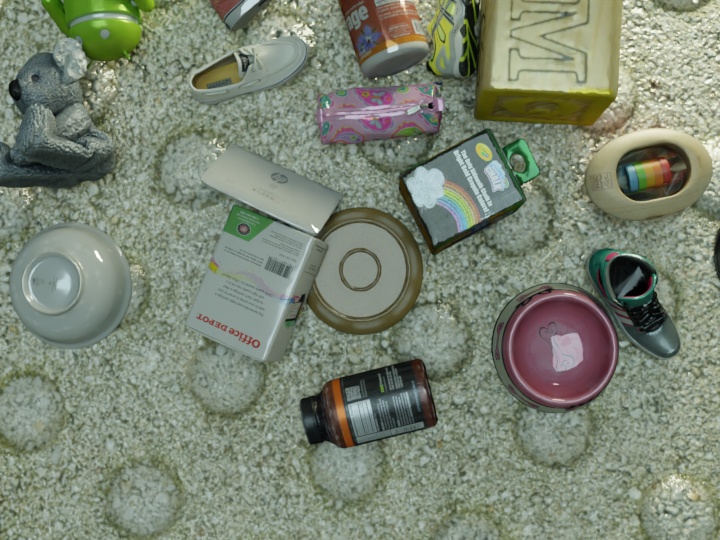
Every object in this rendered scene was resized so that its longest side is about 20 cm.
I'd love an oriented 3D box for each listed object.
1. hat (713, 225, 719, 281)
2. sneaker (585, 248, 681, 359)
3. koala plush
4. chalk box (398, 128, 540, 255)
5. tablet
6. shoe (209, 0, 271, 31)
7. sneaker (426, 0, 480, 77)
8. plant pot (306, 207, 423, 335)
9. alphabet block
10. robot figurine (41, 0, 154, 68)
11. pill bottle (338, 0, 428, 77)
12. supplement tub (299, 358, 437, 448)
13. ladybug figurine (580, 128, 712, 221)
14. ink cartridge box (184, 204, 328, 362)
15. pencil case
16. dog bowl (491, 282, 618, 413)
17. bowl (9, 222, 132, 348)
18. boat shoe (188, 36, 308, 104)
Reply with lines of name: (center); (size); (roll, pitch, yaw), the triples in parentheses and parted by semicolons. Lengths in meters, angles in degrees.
hat: (0.637, -0.038, 1.421); (0.198, 0.081, 0.203); (0, 87, 2)
sneaker: (0.420, 0.048, 1.406); (0.083, 0.121, 0.201); (-39, 86, 0)
koala plush: (-0.474, -0.243, 1.450); (0.176, 0.183, 0.202); (-23, 72, 42)
chalk box: (0.170, -0.127, 1.428); (0.198, 0.124, 0.126); (-26, 85, 0)
tablet: (-0.134, -0.128, 1.450); (0.198, 0.130, 0.014); (25, 127, 3)
shoe: (-0.158, -0.477, 1.488); (0.200, 0.071, 0.091); (-39, 91, 5)
sneaker: (0.140, -0.398, 1.470); (0.076, 0.075, 0.202); (-1, 75, 29)
plant pot: (0.000, 0.000, 1.476); (0.197, 0.027, 0.203); (0, 87, 2)
alphabet block: (0.275, -0.337, 1.401); (0.194, 0.195, 0.203); (4, 86, 5)
robot figurine: (-0.405, -0.421, 1.474); (0.173, 0.116, 0.203); (-8, 88, 19)
pill bottle: (0.025, -0.411, 1.456); (0.111, 0.112, 0.202); (-18, 85, 1)
supplement tub: (0.011, 0.205, 1.425); (0.198, 0.107, 0.108); (-13, 86, 2)
ladybug figurine: (0.433, -0.143, 1.441); (0.197, 0.072, 0.138); (-8, 87, 2)
ink cartridge box: (-0.158, 0.022, 1.441); (0.144, 0.084, 0.202); (22, 89, 15)
pencil case: (0.031, -0.244, 1.460); (0.197, 0.087, 0.089); (-4, 86, 3)
dog bowl: (0.301, 0.118, 1.432); (0.197, 0.074, 0.203); (0, 87, 3)
bowl: (-0.464, 0.021, 1.466); (0.198, 0.090, 0.204); (0, 86, 2)
boat shoe: (-0.177, -0.320, 1.481); (0.198, 0.070, 0.072); (-18, 86, 2)
